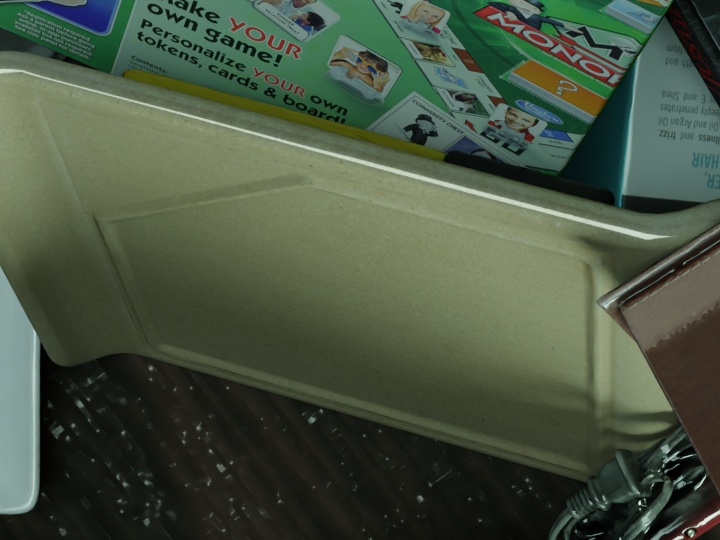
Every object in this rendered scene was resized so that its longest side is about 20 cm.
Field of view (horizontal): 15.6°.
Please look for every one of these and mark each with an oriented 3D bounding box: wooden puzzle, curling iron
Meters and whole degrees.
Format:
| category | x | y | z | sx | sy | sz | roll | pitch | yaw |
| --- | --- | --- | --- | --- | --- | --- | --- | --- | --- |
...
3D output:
| category | x | y | z | sx | sy | sz | roll | pitch | yaw |
| --- | --- | --- | --- | --- | --- | --- | --- | --- | --- |
| wooden puzzle | 0.000 | 0.000 | 0.705 | 0.200 | 0.185 | 0.037 | 11 | 68 | 10 |
| curling iron | 0.140 | 0.030 | 0.721 | 0.200 | 0.050 | 0.026 | -29 | 68 | -8 |

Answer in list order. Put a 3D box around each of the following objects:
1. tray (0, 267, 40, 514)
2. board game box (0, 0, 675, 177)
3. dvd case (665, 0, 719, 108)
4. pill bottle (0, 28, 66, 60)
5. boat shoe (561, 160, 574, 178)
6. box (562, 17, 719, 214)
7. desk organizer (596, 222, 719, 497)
| category | x | y | z | sx | sy | sz | roll | pitch | yaw |
| --- | --- | --- | --- | --- | --- | --- | --- | --- | --- |
| tray | -0.192 | 0.017 | 0.819 | 0.200 | 0.022 | 0.108 | 2 | 94 | 12 |
| board game box | -0.028 | -0.086 | 0.644 | 0.200 | 0.135 | 0.029 | 23 | 56 | -4 |
| dvd case | 0.119 | -0.125 | 0.653 | 0.146 | 0.022 | 0.200 | -44 | 123 | -9 |
| pill bottle | -0.171 | -0.130 | 0.762 | 0.112 | 0.112 | 0.200 | -44 | 83 | 10 |
| boat shoe | -0.005 | -0.101 | 0.766 | 0.200 | 0.073 | 0.062 | 49 | 144 | -1 |
| box | 0.108 | -0.093 | 0.723 | 0.082 | 0.049 | 0.200 | 5 | 94 | -15 |
| desk organizer | 0.141 | 0.056 | 0.655 | 0.072 | 0.200 | 0.077 | -33 | 54 | 11 |
